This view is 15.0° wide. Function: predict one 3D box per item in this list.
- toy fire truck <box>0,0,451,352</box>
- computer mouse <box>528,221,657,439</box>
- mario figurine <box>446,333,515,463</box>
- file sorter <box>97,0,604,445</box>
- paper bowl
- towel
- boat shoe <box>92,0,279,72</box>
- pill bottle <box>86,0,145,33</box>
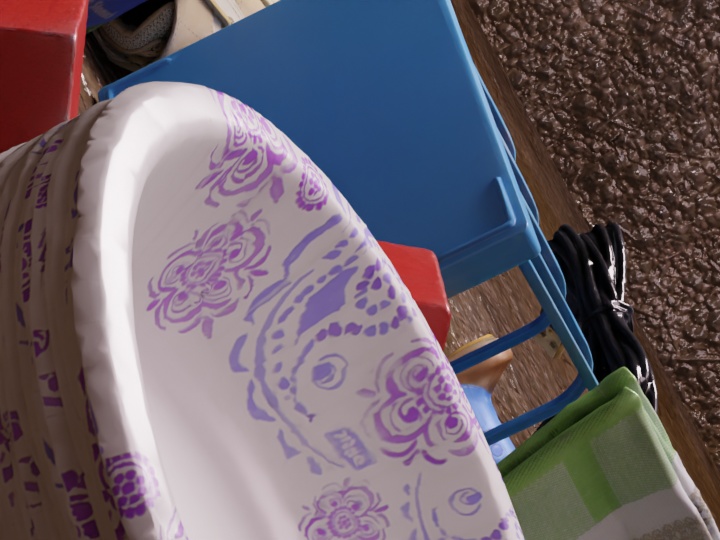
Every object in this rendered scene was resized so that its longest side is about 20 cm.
[{"bbox_3d":[-0.050,0.035,0.707,0.049,0.140,0.201,-97,-163,-70],"label":"toy fire truck"},{"bbox_3d":[0.065,0.077,1.060,0.141,0.046,0.200,-94,-167,-50],"label":"computer mouse"},{"bbox_3d":[0.091,0.128,1.233,0.201,0.106,0.123,63,7,9],"label":"mario figurine"},{"bbox_3d":[0.000,0.000,0.989,0.123,0.138,0.200,60,9,-36],"label":"file sorter"},{"bbox_3d":[-0.042,0.070,0.587,0.201,0.104,0.201,54,21,-32],"label":"paper bowl"},{"bbox_3d":[0.077,0.146,0.946,0.031,0.149,0.200,38,-16,51],"label":"towel"},{"bbox_3d":[-0.083,-0.109,1.093,0.065,0.072,0.200,-66,145,-30],"label":"boat shoe"},{"bbox_3d":[-0.062,-0.151,0.862,0.112,0.199,0.112,60,10,-17],"label":"pill bottle"}]
